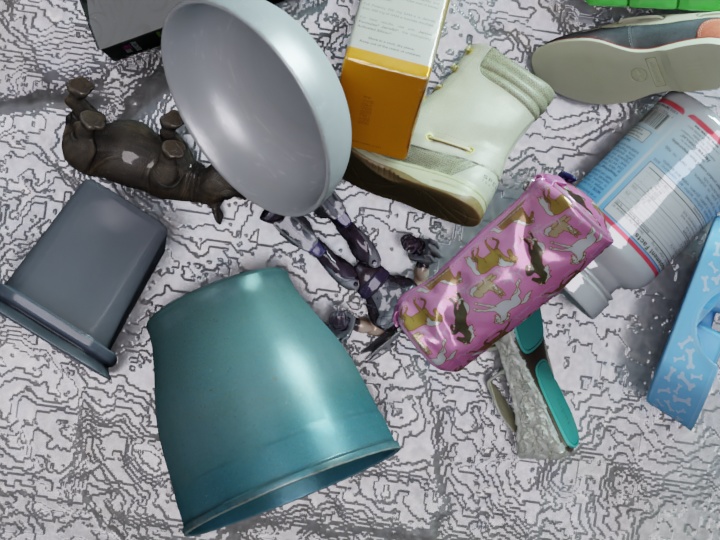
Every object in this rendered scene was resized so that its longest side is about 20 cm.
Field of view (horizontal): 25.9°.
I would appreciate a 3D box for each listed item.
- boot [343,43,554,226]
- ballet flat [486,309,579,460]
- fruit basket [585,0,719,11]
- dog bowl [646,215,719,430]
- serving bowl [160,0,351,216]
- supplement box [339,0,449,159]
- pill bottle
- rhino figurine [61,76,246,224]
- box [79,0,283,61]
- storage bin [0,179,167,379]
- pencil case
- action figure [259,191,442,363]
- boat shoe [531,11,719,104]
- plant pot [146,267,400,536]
[{"bbox_3d":[0.056,-0.139,1.397,0.200,0.072,0.155,25,70,25],"label":"boot"},{"bbox_3d":[0.139,0.083,1.424,0.072,0.072,0.200,-17,92,-1],"label":"ballet flat"},{"bbox_3d":[0.279,-0.329,1.355,0.215,0.156,0.216,-1,108,-2],"label":"fruit basket"},{"bbox_3d":[0.311,0.042,1.408,0.050,0.111,0.200,21,93,10],"label":"dog bowl"},{"bbox_3d":[-0.075,-0.145,1.285,0.066,0.200,0.200,-37,95,-30],"label":"serving bowl"},{"bbox_3d":[0.034,-0.214,1.326,0.073,0.126,0.200,14,62,0],"label":"supplement box"},{"bbox_3d":[0.248,-0.055,1.395,0.109,0.109,0.200,44,92,-4],"label":"pill bottle"},{"bbox_3d":[-0.176,-0.098,1.392,0.200,0.087,0.060,21,54,-5],"label":"rhino figurine"},{"bbox_3d":[-0.154,-0.286,1.358,0.200,0.124,0.149,-21,94,-2],"label":"box"},{"bbox_3d":[-0.242,0.001,1.345,0.145,0.200,0.134,32,81,-4],"label":"storage bin"},{"bbox_3d":[0.120,0.003,1.340,0.200,0.083,0.087,-43,63,19],"label":"pencil case"},{"bbox_3d":[0.000,0.000,1.410,0.200,0.069,0.130,45,81,-8],"label":"action figure"},{"bbox_3d":[0.250,-0.194,1.384,0.200,0.063,0.071,0,134,33],"label":"boat shoe"},{"bbox_3d":[-0.091,0.106,1.359,0.200,0.200,0.188,-22,79,-1],"label":"plant pot"}]
